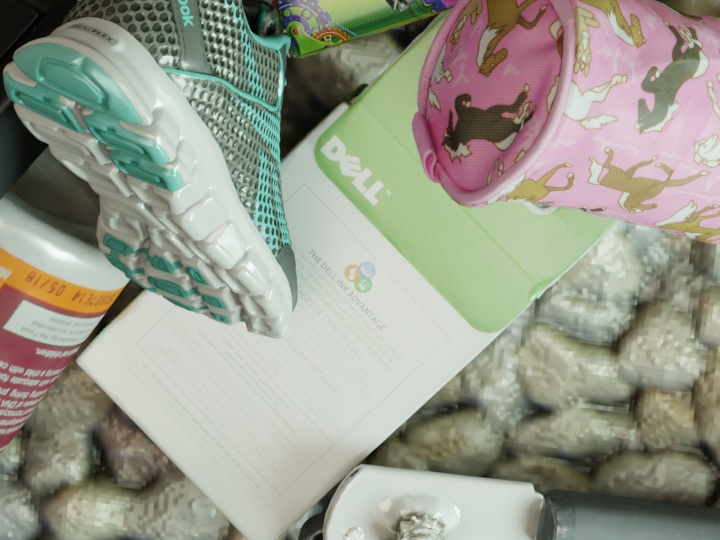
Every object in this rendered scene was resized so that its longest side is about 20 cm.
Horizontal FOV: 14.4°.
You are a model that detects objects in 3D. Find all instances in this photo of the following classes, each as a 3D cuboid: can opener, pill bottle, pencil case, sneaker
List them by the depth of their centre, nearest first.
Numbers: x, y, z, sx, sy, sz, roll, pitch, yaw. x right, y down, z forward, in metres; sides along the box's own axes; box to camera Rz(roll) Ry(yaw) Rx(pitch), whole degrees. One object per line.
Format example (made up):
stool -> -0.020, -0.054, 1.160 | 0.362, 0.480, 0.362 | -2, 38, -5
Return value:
sneaker -> -0.049, -0.047, 0.962 | 0.077, 0.200, 0.091 | 22, 70, 19
pencil case -> 0.112, -0.046, 0.984 | 0.199, 0.083, 0.087 | 14, 94, -38
can opener -> 0.078, 0.104, 1.077 | 0.199, 0.066, 0.053 | 8, 105, -9
pill bottle -> -0.183, 0.038, 1.080 | 0.114, 0.114, 0.200 | 37, 103, 0

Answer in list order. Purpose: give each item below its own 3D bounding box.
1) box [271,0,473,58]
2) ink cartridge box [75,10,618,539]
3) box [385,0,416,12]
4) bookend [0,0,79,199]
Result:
box -> 0.042, -0.203, 0.996 | 0.192, 0.122, 0.201 | -16, 98, 11
ink cartridge box -> 0.000, 0.000, 1.074 | 0.200, 0.059, 0.104 | -43, 93, 14
box -> 0.041, -0.207, 0.911 | 0.200, 0.044, 0.160 | -37, 94, 12
bookend -> -0.162, -0.119, 0.993 | 0.200, 0.092, 0.199 | 35, 60, 6
